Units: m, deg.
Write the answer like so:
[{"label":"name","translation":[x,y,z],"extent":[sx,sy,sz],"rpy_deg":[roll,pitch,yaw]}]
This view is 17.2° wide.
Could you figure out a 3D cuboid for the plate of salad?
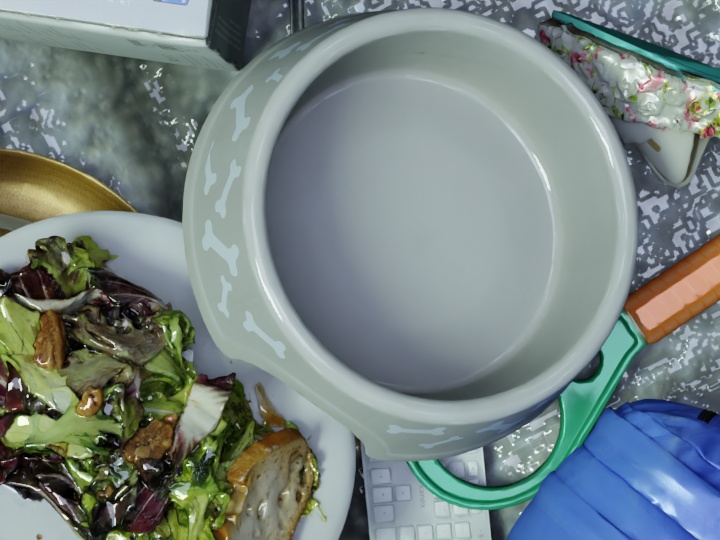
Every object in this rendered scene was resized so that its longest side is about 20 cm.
[{"label":"plate of salad","translation":[-0.093,0.063,0.993],"extent":[0.200,0.048,0.200],"rpy_deg":[8,66,-17]}]

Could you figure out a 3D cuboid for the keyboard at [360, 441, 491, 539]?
[{"label":"keyboard","translation":[0.025,0.053,1.096],"extent":[0.056,0.011,0.200],"rpy_deg":[-5,90,2]}]

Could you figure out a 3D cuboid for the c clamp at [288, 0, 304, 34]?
[{"label":"c clamp","translation":[0.052,-0.167,1.075],"extent":[0.200,0.027,0.171],"rpy_deg":[-12,80,14]}]

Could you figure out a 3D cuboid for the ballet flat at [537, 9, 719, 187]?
[{"label":"ballet flat","translation":[0.169,-0.060,1.060],"extent":[0.200,0.076,0.064],"rpy_deg":[17,99,4]}]

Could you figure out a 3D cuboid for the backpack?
[{"label":"backpack","translation":[0.170,0.134,1.022],"extent":[0.200,0.163,0.168],"rpy_deg":[32,86,14]}]

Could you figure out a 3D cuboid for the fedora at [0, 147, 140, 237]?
[{"label":"fedora","translation":[-0.167,0.040,1.066],"extent":[0.200,0.082,0.201],"rpy_deg":[0,90,2]}]

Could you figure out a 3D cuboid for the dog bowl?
[{"label":"dog bowl","translation":[0.027,-0.020,1.009],"extent":[0.200,0.059,0.200],"rpy_deg":[3,80,-18]}]

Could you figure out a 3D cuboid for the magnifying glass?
[{"label":"magnifying glass","translation":[0.107,0.036,1.083],"extent":[0.200,0.022,0.080],"rpy_deg":[-34,91,0]}]

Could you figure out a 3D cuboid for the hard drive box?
[{"label":"hard drive box","translation":[-0.150,-0.141,1.029],"extent":[0.200,0.156,0.077],"rpy_deg":[8,91,1]}]

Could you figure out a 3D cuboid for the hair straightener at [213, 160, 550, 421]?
[{"label":"hair straightener","translation":[0.000,0.000,1.067],"extent":[0.200,0.041,0.077],"rpy_deg":[-37,91,-1]}]
